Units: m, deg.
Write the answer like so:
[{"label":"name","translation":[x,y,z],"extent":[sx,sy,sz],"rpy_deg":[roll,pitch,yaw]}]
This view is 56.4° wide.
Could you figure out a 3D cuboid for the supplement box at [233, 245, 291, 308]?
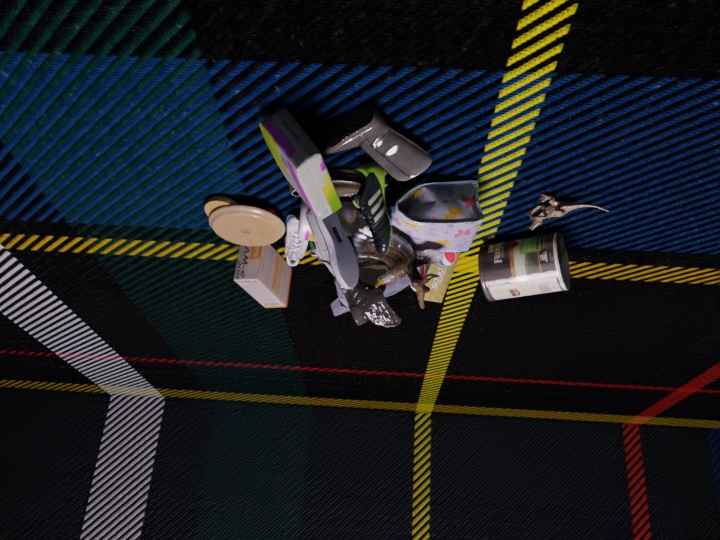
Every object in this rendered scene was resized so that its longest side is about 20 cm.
[{"label":"supplement box","translation":[-0.266,0.009,1.857],"extent":[0.073,0.127,0.200],"rpy_deg":[-3,153,18]}]

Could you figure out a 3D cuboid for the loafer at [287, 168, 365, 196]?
[{"label":"loafer","translation":[-0.067,-0.182,1.489],"extent":[0.198,0.070,0.075],"rpy_deg":[4,155,-1]}]

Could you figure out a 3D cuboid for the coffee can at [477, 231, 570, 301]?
[{"label":"coffee can","translation":[0.414,-0.008,1.698],"extent":[0.198,0.148,0.146],"rpy_deg":[-10,152,26]}]

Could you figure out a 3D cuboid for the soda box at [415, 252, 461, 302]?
[{"label":"soda box","translation":[0.199,-0.020,1.687],"extent":[0.067,0.064,0.201],"rpy_deg":[9,122,-13]}]

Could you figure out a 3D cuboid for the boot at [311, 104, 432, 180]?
[{"label":"boot","translation":[0.023,-0.243,1.365],"extent":[0.180,0.073,0.199],"rpy_deg":[-12,157,34]}]

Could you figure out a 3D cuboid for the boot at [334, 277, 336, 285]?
[{"label":"boot","translation":[-0.031,0.007,1.884],"extent":[0.198,0.074,0.150],"rpy_deg":[9,155,-30]}]

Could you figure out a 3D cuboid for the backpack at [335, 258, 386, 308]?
[{"label":"backpack","translation":[0.000,0.000,1.709],"extent":[0.165,0.202,0.127],"rpy_deg":[3,153,3]}]

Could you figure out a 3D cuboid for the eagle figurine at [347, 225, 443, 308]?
[{"label":"eagle figurine","translation":[0.074,-0.017,1.541],"extent":[0.150,0.200,0.153],"rpy_deg":[-14,136,-45]}]

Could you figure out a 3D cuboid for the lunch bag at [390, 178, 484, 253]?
[{"label":"lunch bag","translation":[0.162,-0.122,1.523],"extent":[0.198,0.128,0.170],"rpy_deg":[-5,157,-4]}]

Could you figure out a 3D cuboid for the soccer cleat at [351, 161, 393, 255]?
[{"label":"soccer cleat","translation":[0.023,-0.132,1.450],"extent":[0.080,0.202,0.067],"rpy_deg":[-8,-174,-19]}]

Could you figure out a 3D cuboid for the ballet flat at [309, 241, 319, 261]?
[{"label":"ballet flat","translation":[-0.089,-0.065,1.679],"extent":[0.067,0.067,0.200],"rpy_deg":[-25,-171,-4]}]

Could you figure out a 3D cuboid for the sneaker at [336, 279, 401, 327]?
[{"label":"sneaker","translation":[0.014,0.051,1.591],"extent":[0.103,0.201,0.060],"rpy_deg":[-23,-175,3]}]

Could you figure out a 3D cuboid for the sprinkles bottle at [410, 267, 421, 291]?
[{"label":"sprinkles bottle","translation":[0.177,-0.007,1.826],"extent":[0.067,0.069,0.200],"rpy_deg":[4,155,0]}]

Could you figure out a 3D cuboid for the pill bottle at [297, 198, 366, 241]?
[{"label":"pill bottle","translation":[-0.046,-0.114,1.590],"extent":[0.198,0.105,0.104],"rpy_deg":[7,155,-7]}]

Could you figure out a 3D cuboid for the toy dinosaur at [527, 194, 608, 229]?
[{"label":"toy dinosaur","translation":[0.455,-0.143,1.538],"extent":[0.100,0.059,0.199],"rpy_deg":[5,167,-39]}]

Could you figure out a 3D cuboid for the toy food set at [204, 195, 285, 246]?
[{"label":"toy food set","translation":[-0.286,-0.118,1.681],"extent":[0.198,0.049,0.198],"rpy_deg":[3,155,1]}]

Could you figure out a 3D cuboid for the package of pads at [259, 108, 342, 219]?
[{"label":"package of pads","translation":[-0.119,-0.211,1.345],"extent":[0.068,0.155,0.200],"rpy_deg":[-35,153,-7]}]

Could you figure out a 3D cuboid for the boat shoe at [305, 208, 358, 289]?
[{"label":"boat shoe","translation":[-0.075,-0.049,1.513],"extent":[0.086,0.204,0.074],"rpy_deg":[-15,-168,45]}]

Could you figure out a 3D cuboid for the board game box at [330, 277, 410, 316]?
[{"label":"board game box","translation":[0.029,0.063,1.869],"extent":[0.198,0.042,0.200],"rpy_deg":[-19,173,-17]}]

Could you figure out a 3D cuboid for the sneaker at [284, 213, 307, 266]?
[{"label":"sneaker","translation":[-0.160,-0.073,1.715],"extent":[0.074,0.087,0.200],"rpy_deg":[7,153,-4]}]
